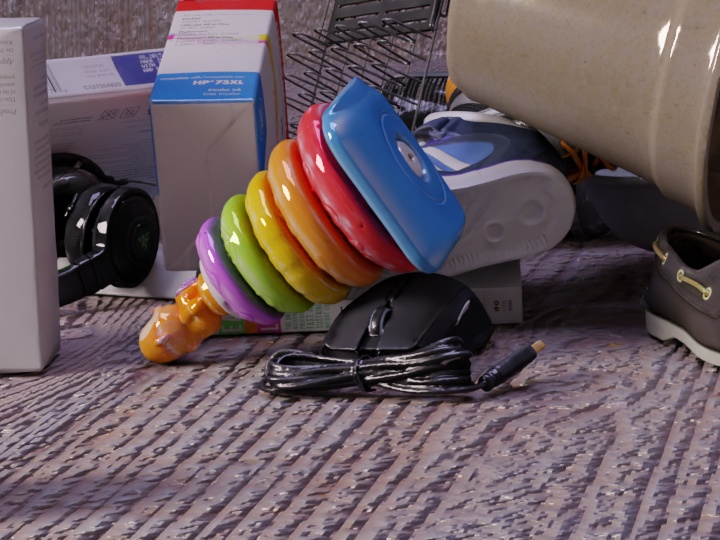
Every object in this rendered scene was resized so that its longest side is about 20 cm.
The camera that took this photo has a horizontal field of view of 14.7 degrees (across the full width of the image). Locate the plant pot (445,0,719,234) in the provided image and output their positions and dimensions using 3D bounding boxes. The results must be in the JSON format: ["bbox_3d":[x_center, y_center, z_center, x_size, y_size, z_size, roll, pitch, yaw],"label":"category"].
[{"bbox_3d":[0.158,-0.144,1.664,0.182,0.202,0.200,18,16,21],"label":"plant pot"}]

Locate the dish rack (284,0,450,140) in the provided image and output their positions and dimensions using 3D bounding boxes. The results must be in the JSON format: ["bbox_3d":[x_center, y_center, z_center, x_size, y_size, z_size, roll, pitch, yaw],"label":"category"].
[{"bbox_3d":[-0.009,-0.131,1.993,0.054,0.201,0.153,23,-14,-36],"label":"dish rack"}]

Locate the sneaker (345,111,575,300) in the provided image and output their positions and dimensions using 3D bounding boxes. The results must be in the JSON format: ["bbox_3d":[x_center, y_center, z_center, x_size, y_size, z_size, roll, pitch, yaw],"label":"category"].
[{"bbox_3d":[0.027,-0.044,1.697,0.198,0.081,0.147,-8,18,-6],"label":"sneaker"}]

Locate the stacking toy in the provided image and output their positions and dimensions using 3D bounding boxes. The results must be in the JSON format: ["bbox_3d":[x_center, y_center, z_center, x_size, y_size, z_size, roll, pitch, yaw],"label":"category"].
[{"bbox_3d":[-0.049,-0.010,1.579,0.199,0.110,0.116,-35,7,18],"label":"stacking toy"}]

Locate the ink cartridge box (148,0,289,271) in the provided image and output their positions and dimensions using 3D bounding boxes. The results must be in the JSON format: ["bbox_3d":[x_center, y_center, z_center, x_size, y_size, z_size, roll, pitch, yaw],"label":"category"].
[{"bbox_3d":[-0.084,-0.095,1.751,0.067,0.117,0.200,-1,28,5],"label":"ink cartridge box"}]

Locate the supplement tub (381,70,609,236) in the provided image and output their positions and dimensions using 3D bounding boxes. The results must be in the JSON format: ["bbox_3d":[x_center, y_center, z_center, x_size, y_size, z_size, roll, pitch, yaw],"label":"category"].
[{"bbox_3d":[0.116,-0.085,2.025,0.198,0.124,0.122,1,9,16],"label":"supplement tub"}]

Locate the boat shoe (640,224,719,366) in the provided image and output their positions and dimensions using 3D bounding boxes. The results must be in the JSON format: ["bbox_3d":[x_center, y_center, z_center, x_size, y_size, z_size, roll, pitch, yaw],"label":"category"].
[{"bbox_3d":[0.210,0.015,1.546,0.071,0.061,0.201,-5,9,-19],"label":"boat shoe"}]

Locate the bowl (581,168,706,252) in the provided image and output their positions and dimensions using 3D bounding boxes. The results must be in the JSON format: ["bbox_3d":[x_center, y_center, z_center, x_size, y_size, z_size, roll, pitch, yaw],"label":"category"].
[{"bbox_3d":[0.240,-0.057,1.843,0.200,0.091,0.201,-14,17,4],"label":"bowl"}]

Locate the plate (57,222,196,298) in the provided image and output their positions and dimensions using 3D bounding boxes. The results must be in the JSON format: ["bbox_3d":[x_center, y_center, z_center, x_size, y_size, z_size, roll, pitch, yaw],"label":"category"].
[{"bbox_3d":[-0.093,-0.012,1.919,0.198,0.033,0.200,3,11,32],"label":"plate"}]

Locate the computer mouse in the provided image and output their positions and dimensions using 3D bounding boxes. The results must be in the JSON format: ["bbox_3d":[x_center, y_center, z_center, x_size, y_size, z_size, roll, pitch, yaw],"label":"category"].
[{"bbox_3d":[0.043,0.030,1.545,0.140,0.046,0.200,0,9,27],"label":"computer mouse"}]

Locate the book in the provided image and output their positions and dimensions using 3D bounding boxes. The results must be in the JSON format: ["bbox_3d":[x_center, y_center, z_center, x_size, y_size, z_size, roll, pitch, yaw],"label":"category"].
[{"bbox_3d":[0.000,0.000,1.734,0.198,0.048,0.134,-3,24,2],"label":"book"}]

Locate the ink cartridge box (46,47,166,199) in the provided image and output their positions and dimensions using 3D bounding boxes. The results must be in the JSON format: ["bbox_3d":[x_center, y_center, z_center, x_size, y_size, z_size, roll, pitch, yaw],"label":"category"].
[{"bbox_3d":[-0.215,-0.073,1.922,0.199,0.041,0.200,-9,-31,-36],"label":"ink cartridge box"}]

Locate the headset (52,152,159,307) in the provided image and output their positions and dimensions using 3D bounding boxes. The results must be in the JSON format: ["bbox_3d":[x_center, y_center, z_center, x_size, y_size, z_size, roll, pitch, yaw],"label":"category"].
[{"bbox_3d":[-0.181,-0.046,1.842,0.199,0.094,0.123,-31,36,-25],"label":"headset"}]

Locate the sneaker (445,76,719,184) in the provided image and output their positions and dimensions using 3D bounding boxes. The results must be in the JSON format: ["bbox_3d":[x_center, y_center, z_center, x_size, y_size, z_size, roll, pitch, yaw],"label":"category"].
[{"bbox_3d":[0.147,-0.090,1.777,0.199,0.078,0.078,-3,50,21],"label":"sneaker"}]

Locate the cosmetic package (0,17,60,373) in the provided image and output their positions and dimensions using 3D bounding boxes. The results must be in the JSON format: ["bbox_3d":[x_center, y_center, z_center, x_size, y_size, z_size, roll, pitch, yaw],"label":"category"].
[{"bbox_3d":[-0.234,-0.043,1.607,0.112,0.202,0.081,0,10,2],"label":"cosmetic package"}]

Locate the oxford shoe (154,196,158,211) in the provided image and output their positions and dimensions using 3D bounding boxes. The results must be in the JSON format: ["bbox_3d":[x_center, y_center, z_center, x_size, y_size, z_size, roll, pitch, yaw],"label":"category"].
[{"bbox_3d":[-0.071,-0.062,2.118,0.199,0.072,0.071,-1,4,19],"label":"oxford shoe"}]
